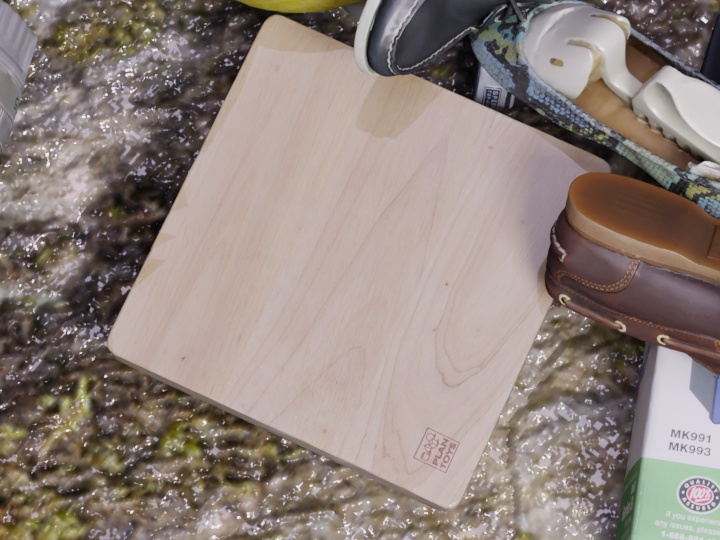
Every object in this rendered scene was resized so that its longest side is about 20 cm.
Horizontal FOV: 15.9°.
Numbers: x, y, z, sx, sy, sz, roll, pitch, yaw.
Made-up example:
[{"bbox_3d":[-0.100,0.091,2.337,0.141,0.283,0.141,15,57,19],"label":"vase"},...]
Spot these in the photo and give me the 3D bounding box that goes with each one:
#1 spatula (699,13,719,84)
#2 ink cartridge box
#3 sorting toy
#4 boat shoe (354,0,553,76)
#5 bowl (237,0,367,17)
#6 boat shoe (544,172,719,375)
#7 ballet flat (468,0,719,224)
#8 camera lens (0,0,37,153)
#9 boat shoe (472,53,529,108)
[{"bbox_3d":[0.211,-0.155,1.418,0.056,0.021,0.200,17,78,-1],"label":"spatula"},{"bbox_3d":[0.218,0.062,1.332,0.145,0.088,0.201,10,74,3],"label":"ink cartridge box"},{"bbox_3d":[0.000,0.000,1.356,0.198,0.070,0.200,24,78,6],"label":"sorting toy"},{"bbox_3d":[0.079,-0.163,1.310,0.066,0.075,0.199,33,63,26],"label":"boat shoe"},{"bbox_3d":[-0.003,-0.200,1.374,0.200,0.200,0.108,-45,123,-10],"label":"bowl"},{"bbox_3d":[0.186,0.018,1.269,0.200,0.070,0.070,25,37,14],"label":"boat shoe"},{"bbox_3d":[0.141,-0.094,1.306,0.200,0.074,0.074,33,78,17],"label":"ballet flat"},{"bbox_3d":[-0.272,-0.059,1.323,0.160,0.160,0.200,21,77,5],"label":"camera lens"},{"bbox_3d":[0.098,-0.187,1.400,0.068,0.074,0.200,2,79,-3],"label":"boat shoe"}]
